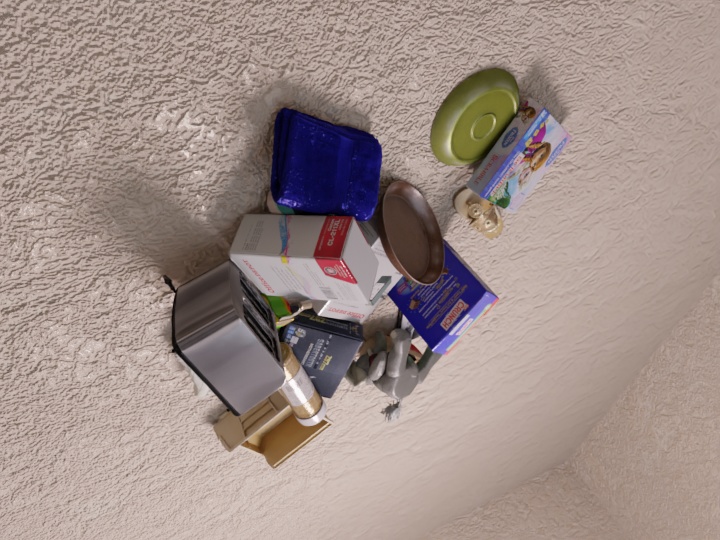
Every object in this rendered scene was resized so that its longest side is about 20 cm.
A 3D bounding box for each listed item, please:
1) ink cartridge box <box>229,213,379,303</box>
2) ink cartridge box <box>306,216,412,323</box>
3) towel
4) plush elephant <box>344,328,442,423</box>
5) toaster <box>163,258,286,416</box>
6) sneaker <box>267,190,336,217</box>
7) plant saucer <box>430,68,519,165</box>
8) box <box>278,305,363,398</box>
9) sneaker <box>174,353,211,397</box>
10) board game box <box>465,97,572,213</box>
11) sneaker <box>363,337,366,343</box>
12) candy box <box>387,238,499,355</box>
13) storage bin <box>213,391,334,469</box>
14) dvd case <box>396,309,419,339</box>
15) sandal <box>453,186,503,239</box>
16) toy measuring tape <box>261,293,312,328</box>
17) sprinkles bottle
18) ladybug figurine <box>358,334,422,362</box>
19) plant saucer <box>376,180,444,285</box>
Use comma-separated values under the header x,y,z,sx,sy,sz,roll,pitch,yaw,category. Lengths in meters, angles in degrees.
x,y,z,sx,sy,sz,roll,pitch,yaw,category
-0.089,-0.020,1.010,0.146,0.199,0.083,59,41,-55,ink cartridge box
0.000,0.000,1.201,0.146,0.084,0.200,16,119,-49,ink cartridge box
-0.046,-0.160,0.953,0.200,0.049,0.148,5,87,-45,towel
0.055,0.204,1.329,0.164,0.155,0.200,15,99,-44,plush elephant
-0.212,0.096,0.979,0.118,0.181,0.200,-31,121,3,toaster
-0.060,-0.091,1.034,0.200,0.080,0.072,19,76,-49,sneaker
0.219,-0.271,1.134,0.200,0.031,0.200,-23,143,-19,plant saucer
-0.100,0.172,1.269,0.157,0.051,0.200,16,129,-14,box
-0.304,0.156,1.136,0.081,0.075,0.200,-6,127,-25,sneaker
0.321,-0.220,1.234,0.200,0.041,0.199,-55,150,16,board game box
-0.064,0.143,1.320,0.108,0.070,0.200,-39,148,-1,sneaker
0.164,0.046,1.294,0.169,0.200,0.077,-49,143,16,candy box
-0.199,0.352,1.417,0.198,0.094,0.200,-39,145,1,storage bin
0.158,0.089,1.489,0.150,0.025,0.200,-21,141,-21,dvd case
0.276,-0.110,1.328,0.078,0.070,0.212,-44,144,9,sandal
-0.149,0.063,1.125,0.073,0.074,0.200,-8,166,-34,toy measuring tape
-0.132,0.231,1.242,0.068,0.068,0.200,-31,129,-9,sprinkles bottle
0.079,0.207,1.489,0.136,0.072,0.200,-22,145,33,ladybug figurine
0.090,-0.066,1.143,0.034,0.201,0.200,-19,157,36,plant saucer
